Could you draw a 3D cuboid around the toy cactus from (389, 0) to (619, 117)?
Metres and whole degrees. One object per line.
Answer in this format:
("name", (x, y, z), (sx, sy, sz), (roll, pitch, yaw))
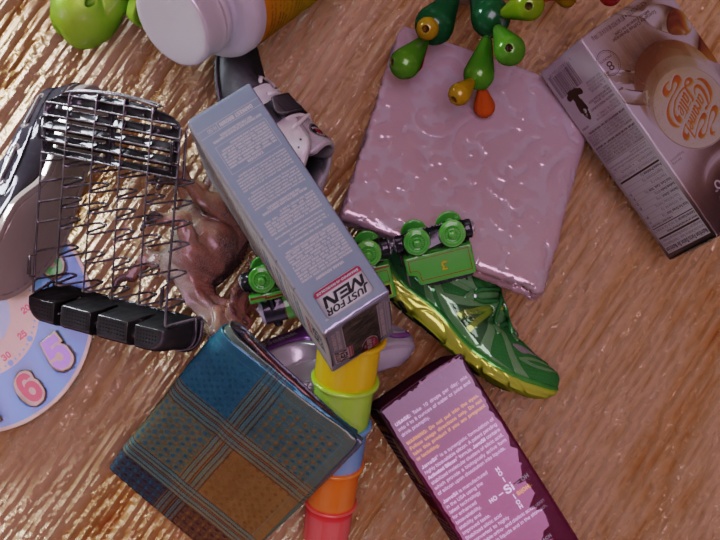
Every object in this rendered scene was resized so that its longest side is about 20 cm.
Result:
("toy cactus", (0.110, -0.226, 1.192), (0.198, 0.102, 0.166), (-31, 49, 6))

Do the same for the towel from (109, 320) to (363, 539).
("towel", (-0.106, 0.148, 1.140), (0.146, 0.022, 0.200), (41, 122, -1))

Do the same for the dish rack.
("dish rack", (-0.195, -0.040, 1.102), (0.151, 0.054, 0.203), (12, 104, 24))

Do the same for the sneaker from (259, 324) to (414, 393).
("sneaker", (-0.048, 0.098, 1.191), (0.197, 0.075, 0.101), (-14, 109, -7))

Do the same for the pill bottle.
("pill bottle", (-0.090, -0.250, 1.143), (0.109, 0.109, 0.200), (46, 54, 0))

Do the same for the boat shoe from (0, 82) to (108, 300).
("boat shoe", (-0.278, -0.069, 1.167), (0.062, 0.073, 0.202), (12, 69, 30))

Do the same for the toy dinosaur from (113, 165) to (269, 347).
("toy dinosaur", (-0.123, -0.023, 1.181), (0.134, 0.086, 0.203), (22, 67, -14))

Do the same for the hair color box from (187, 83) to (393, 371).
("hair color box", (-0.053, -0.032, 1.060), (0.060, 0.099, 0.201), (-31, 72, -8))

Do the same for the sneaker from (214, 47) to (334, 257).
("sneaker", (-0.064, -0.116, 1.175), (0.087, 0.074, 0.203), (-17, 83, 23))

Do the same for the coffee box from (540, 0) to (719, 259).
("coffee box", (0.265, -0.129, 1.201), (0.114, 0.080, 0.201), (-35, 90, -25))

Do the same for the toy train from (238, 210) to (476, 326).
("toy train", (0.000, 0.000, 1.130), (0.197, 0.042, 0.057), (-14, 107, 3))

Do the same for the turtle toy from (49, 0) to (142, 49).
("turtle toy", (-0.193, -0.276, 1.170), (0.100, 0.145, 0.202), (31, 99, 20))

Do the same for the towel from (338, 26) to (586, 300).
("towel", (0.093, -0.094, 1.198), (0.188, 0.032, 0.202), (20, 67, -2))

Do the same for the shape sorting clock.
("shape sorting clock", (-0.326, 0.038, 1.177), (0.197, 0.039, 0.204), (0, 86, -4))

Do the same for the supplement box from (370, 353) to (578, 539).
("supplement box", (0.096, 0.177, 1.165), (0.085, 0.110, 0.201), (-32, 89, -6))

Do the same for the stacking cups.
("stacking cups", (-0.023, 0.140, 1.146), (0.060, 0.061, 0.203), (8, 115, -4))

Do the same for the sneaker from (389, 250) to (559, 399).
("sneaker", (0.100, 0.036, 1.194), (0.199, 0.074, 0.084), (41, 88, 0))
